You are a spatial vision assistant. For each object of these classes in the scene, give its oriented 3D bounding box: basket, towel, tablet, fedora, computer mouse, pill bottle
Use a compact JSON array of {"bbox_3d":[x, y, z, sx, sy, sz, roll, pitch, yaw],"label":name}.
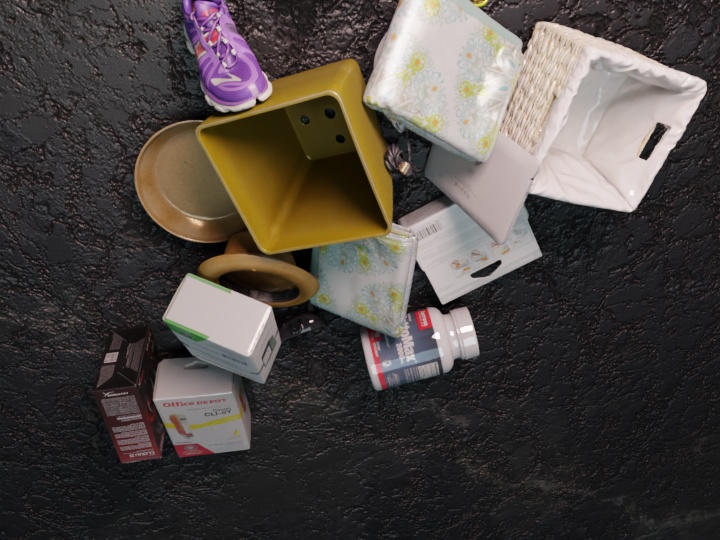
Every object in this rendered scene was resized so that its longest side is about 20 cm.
[{"bbox_3d":[0.318,-0.214,0.863,0.196,0.162,0.201,8,124,-19],"label":"basket"},{"bbox_3d":[0.115,-0.254,0.798,0.197,0.048,0.174,22,87,-26],"label":"towel"},{"bbox_3d":[0.165,-0.145,0.884,0.013,0.201,0.132,-7,131,-33],"label":"tablet"},{"bbox_3d":[0.000,0.000,0.990,0.169,0.048,0.203,23,128,21],"label":"towel"},{"bbox_3d":[-0.156,-0.007,0.977,0.196,0.083,0.201,2,157,1],"label":"fedora"},{"bbox_3d":[-0.158,0.117,1.119,0.197,0.059,0.035,-21,85,12],"label":"computer mouse"},{"bbox_3d":[0.106,0.133,1.114,0.196,0.121,0.121,-15,126,2],"label":"pill bottle"},{"bbox_3d":[0.045,-0.227,0.849,0.043,0.109,0.205,-5,94,19],"label":"computer mouse"}]

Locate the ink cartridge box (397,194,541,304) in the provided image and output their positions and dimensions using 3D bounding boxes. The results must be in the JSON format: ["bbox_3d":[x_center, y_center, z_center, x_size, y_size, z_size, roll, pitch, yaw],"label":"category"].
[{"bbox_3d":[0.187,-0.055,1.039,0.197,0.044,0.175,-26,125,11],"label":"ink cartridge box"}]

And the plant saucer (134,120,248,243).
[{"bbox_3d":[-0.234,-0.136,0.929,0.196,0.036,0.203,-4,126,-6],"label":"plant saucer"}]

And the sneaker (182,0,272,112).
[{"bbox_3d":[-0.173,-0.270,0.740,0.080,0.202,0.084,-28,155,-11],"label":"sneaker"}]

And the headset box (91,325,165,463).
[{"bbox_3d":[-0.394,0.225,1.093,0.073,0.150,0.203,-6,125,-5],"label":"headset box"}]

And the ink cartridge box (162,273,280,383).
[{"bbox_3d":[-0.212,0.099,0.989,0.143,0.085,0.201,21,159,5],"label":"ink cartridge box"}]

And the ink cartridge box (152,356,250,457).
[{"bbox_3d":[-0.288,0.254,1.149,0.142,0.084,0.202,-5,135,-3],"label":"ink cartridge box"}]

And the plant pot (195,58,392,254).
[{"bbox_3d":[-0.062,-0.167,0.824,0.196,0.178,0.202,-8,130,23],"label":"plant pot"}]

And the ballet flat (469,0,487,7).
[{"bbox_3d":[0.099,-0.405,0.765,0.067,0.067,0.200,-39,121,16],"label":"ballet flat"}]
